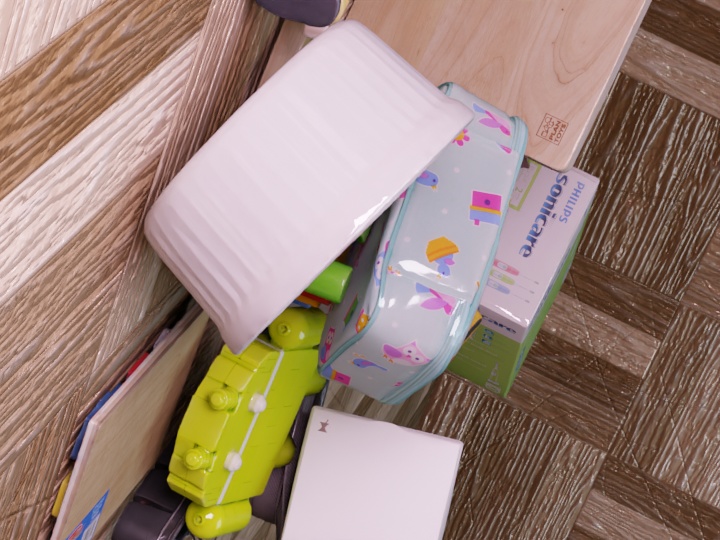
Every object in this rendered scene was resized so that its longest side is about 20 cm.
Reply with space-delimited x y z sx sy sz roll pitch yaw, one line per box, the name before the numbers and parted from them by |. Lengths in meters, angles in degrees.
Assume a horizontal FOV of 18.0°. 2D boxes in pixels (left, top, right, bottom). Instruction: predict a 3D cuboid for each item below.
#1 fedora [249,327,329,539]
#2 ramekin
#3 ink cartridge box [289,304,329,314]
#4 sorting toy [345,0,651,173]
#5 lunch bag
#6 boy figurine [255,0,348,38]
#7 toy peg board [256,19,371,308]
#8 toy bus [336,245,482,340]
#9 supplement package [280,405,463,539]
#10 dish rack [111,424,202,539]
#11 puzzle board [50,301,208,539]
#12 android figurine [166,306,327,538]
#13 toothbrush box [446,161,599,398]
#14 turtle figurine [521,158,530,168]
fedora | -0.082 0.126 1.840 0.177 0.090 0.202 83 22 -82
ramekin | -0.036 -0.054 1.335 0.200 0.098 0.200 -45 180 0
ink cartridge box | 0.023 -0.027 1.931 0.126 0.128 0.201 -59 170 -35
sorting toy | 0.110 -0.198 1.663 0.201 0.198 0.070 -64 164 1
lunch bag | 0.040 -0.017 1.511 0.160 0.077 0.201 131 -20 -65
boy figurine | -0.006 -0.202 1.389 0.200 0.064 0.125 -42 154 -65
toy peg board | -0.026 -0.057 1.533 0.199 0.097 0.201 64 47 -81
toy bus | 0.000 0.000 1.661 0.065 0.200 0.078 -48 142 -4
supplement package | 0.008 0.187 1.784 0.200 0.120 0.121 81 23 -79
dish rack | -0.158 0.216 1.757 0.154 0.054 0.201 -56 169 -46
puzzle board | -0.162 0.114 1.532 0.152 0.017 0.200 -68 172 29
android figurine | -0.080 0.108 1.649 0.183 0.041 0.200 -66 164 5
toothbrush box | 0.126 0.002 1.927 0.146 0.086 0.200 -62 174 -18
turtle figurine | 0.047 -0.085 1.721 0.200 0.160 0.065 -36 115 -84
